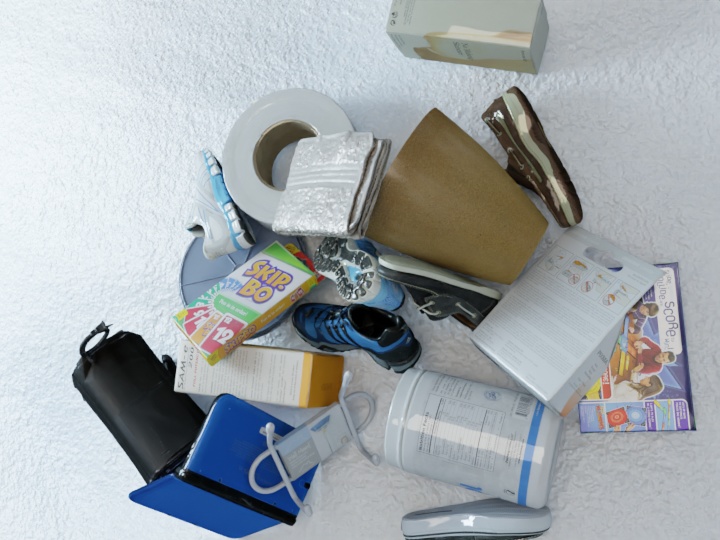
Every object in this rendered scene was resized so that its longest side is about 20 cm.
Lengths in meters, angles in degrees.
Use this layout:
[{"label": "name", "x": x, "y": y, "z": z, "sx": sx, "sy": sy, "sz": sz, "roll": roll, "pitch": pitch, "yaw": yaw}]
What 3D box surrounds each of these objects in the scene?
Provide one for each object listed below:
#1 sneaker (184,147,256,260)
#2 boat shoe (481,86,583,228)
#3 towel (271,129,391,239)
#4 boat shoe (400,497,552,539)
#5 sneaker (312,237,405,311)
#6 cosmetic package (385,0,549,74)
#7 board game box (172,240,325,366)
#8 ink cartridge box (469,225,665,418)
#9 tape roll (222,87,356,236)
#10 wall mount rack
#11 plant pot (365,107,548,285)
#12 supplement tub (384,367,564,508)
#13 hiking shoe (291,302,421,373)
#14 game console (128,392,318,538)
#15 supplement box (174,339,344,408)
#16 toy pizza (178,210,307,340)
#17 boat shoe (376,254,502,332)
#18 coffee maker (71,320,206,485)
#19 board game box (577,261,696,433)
[{"label": "sneaker", "x": -0.223, "y": -0.097, "z": 1.091, "sx": 0.086, "sy": 0.075, "sz": 0.201, "roll": -28, "pitch": 52, "yaw": 4}, {"label": "boat shoe", "x": 0.219, "y": -0.137, "z": 0.979, "sx": 0.074, "sy": 0.074, "sz": 0.204, "roll": -30, "pitch": 67, "yaw": 24}, {"label": "towel", "x": -0.043, "y": -0.105, "z": 0.938, "sx": 0.199, "sy": 0.034, "sz": 0.134, "roll": 5, "pitch": 75, "yaw": 54}, {"label": "boat shoe", "x": 0.149, "y": 0.336, "z": 0.950, "sx": 0.198, "sy": 0.072, "sz": 0.072, "roll": -14, "pitch": 88, "yaw": 27}, {"label": "sneaker", "x": 0.000, "y": 0.000, "z": 1.003, "sx": 0.079, "sy": 0.090, "sz": 0.200, "roll": -52, "pitch": 32, "yaw": 13}, {"label": "cosmetic package", "x": 0.145, "y": -0.324, "z": 1.005, "sx": 0.198, "sy": 0.105, "sz": 0.072, "roll": 14, "pitch": 90, "yaw": 21}, {"label": "board game box", "x": -0.149, "y": 0.036, "z": 1.018, "sx": 0.199, "sy": 0.030, "sz": 0.095, "roll": -36, "pitch": 52, "yaw": -20}, {"label": "ink cartridge box", "x": 0.249, "y": 0.055, "z": 0.907, "sx": 0.200, "sy": 0.050, "sz": 0.162, "roll": -45, "pitch": 37, "yaw": -3}, {"label": "tape roll", "x": -0.093, "y": -0.154, "z": 1.070, "sx": 0.200, "sy": 0.071, "sz": 0.205, "roll": -3, "pitch": 78, "yaw": 14}, {"label": "wall mount rack", "x": -0.054, "y": 0.213, "z": 0.959, "sx": 0.199, "sy": 0.175, "sz": 0.074, "roll": -32, "pitch": 33, "yaw": -21}, {"label": "plant pot", "x": 0.131, "y": -0.075, "z": 0.953, "sx": 0.199, "sy": 0.186, "sz": 0.187, "roll": 32, "pitch": 94, "yaw": 7}, {"label": "supplement tub", "x": 0.142, "y": 0.204, "z": 0.928, "sx": 0.198, "sy": 0.132, "sz": 0.133, "roll": 10, "pitch": 87, "yaw": 21}, {"label": "hiking shoe", "x": -0.011, "y": 0.067, "z": 1.004, "sx": 0.198, "sy": 0.087, "sz": 0.075, "roll": 12, "pitch": 52, "yaw": 28}, {"label": "game console", "x": -0.176, "y": 0.270, "z": 1.012, "sx": 0.118, "sy": 0.200, "sz": 0.172, "roll": 4, "pitch": 64, "yaw": 48}, {"label": "supplement box", "x": -0.137, "y": 0.140, "z": 1.033, "sx": 0.198, "sy": 0.126, "sz": 0.074, "roll": 4, "pitch": 84, "yaw": 19}, {"label": "toy pizza", "x": -0.171, "y": 0.007, "z": 1.099, "sx": 0.198, "sy": 0.032, "sz": 0.203, "roll": -3, "pitch": 73, "yaw": 11}, {"label": "boat shoe", "x": 0.097, "y": 0.031, "z": 0.938, "sx": 0.072, "sy": 0.199, "sz": 0.068, "roll": 31, "pitch": 98, "yaw": 53}, {"label": "coffee maker", "x": -0.307, "y": 0.198, "z": 1.051, "sx": 0.135, "sy": 0.192, "sz": 0.200, "roll": -44, "pitch": 73, "yaw": -6}, {"label": "board game box", "x": 0.331, "y": 0.096, "z": 0.925, "sx": 0.134, "sy": 0.034, "sz": 0.202, "roll": -5, "pitch": 82, "yaw": 18}]
